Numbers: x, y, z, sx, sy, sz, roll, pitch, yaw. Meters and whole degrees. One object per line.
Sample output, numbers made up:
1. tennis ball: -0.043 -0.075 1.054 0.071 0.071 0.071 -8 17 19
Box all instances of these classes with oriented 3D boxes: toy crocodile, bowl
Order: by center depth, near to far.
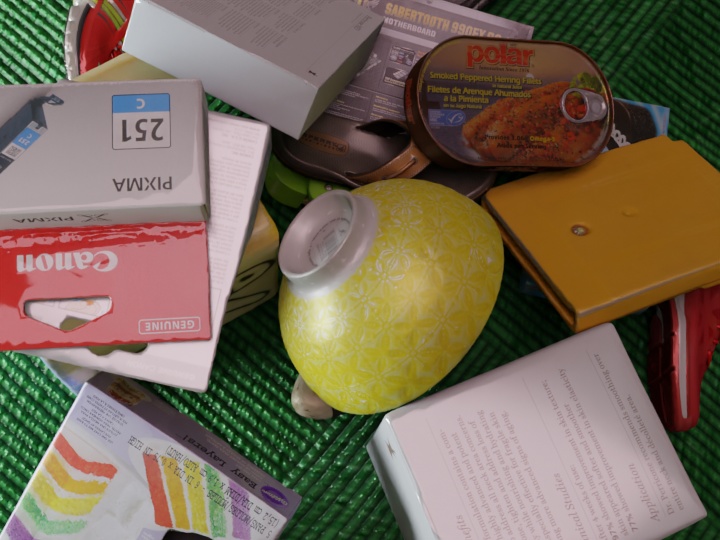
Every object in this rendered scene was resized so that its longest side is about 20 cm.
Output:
1. bowl: 0.000 0.000 0.853 0.108 0.200 0.201 38 70 -35
2. toy crocodile: 0.011 -0.065 0.996 0.199 0.068 0.062 9 67 -2

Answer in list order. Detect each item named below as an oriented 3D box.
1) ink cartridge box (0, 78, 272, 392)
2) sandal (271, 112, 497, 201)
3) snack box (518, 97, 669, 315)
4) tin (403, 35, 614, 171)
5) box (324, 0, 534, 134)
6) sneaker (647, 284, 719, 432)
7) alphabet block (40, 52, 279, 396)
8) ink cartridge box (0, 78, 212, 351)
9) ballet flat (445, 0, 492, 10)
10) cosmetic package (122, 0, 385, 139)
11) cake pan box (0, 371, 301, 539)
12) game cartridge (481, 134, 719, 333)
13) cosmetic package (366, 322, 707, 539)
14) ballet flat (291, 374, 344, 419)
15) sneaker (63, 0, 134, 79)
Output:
1. ink cartridge box: -0.161 -0.025 0.790 0.159 0.047 0.201 12 79 -1
2. sandal: 0.022 -0.105 0.947 0.199 0.055 0.082 17 62 -2
3. snack box: 0.220 -0.067 1.029 0.116 0.037 0.201 10 74 -1
4. tin: 0.129 -0.142 0.946 0.199 0.042 0.113 -1 87 -26
5. box: 0.041 -0.172 1.006 0.199 0.048 0.159 15 96 -3
6. sneaker: 0.323 0.047 0.985 0.115 0.078 0.201 5 75 -2
7. alphabet block: -0.197 -0.035 0.907 0.199 0.195 0.197 -29 80 -13
8. ink cartridge box: -0.202 -0.038 0.744 0.199 0.045 0.177 -3 76 -4
9. ballet flat: 0.080 -0.257 1.047 0.200 0.057 0.066 -43 86 -2
10. cosmetic package: -0.077 -0.191 0.881 0.150 0.052 0.200 26 31 3
11. cake pan box: -0.169 0.207 0.871 0.200 0.052 0.185 34 106 4
12. game cartridge: 0.229 -0.038 0.940 0.199 0.033 0.177 -17 43 -13
13. cosmetic package: 0.131 0.168 0.888 0.199 0.166 0.168 -20 76 -11
14. ballet flat: 0.024 0.064 0.966 0.200 0.057 0.067 -32 78 -12
15. sneaker: -0.227 -0.224 1.020 0.085 0.077 0.201 7 74 -8
